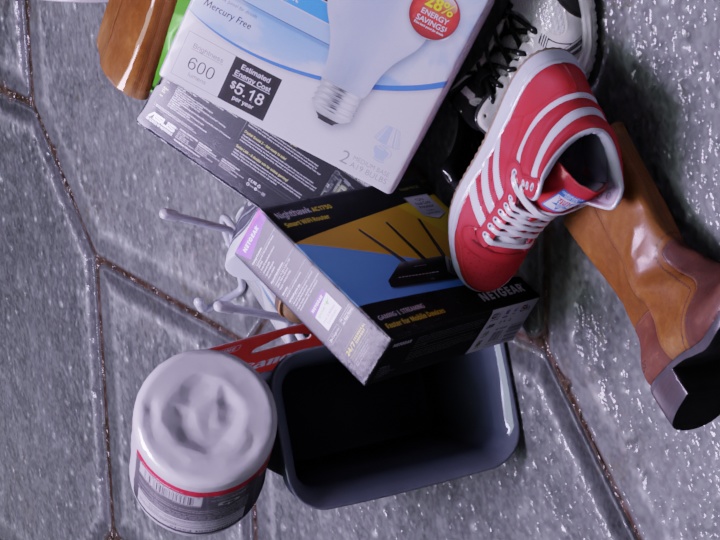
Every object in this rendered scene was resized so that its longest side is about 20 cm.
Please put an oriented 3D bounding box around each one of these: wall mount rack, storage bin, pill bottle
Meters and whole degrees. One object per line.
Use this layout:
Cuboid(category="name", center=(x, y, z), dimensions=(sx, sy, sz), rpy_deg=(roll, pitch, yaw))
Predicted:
Cuboid(category="wall mount rack", center=(-0.113, 0.022, 1.996), dimensions=(0.200, 0.074, 0.174), rpy_deg=(56, 166, 32))
Cuboid(category="storage bin", center=(0.004, 0.101, 1.766), dimensions=(0.134, 0.199, 0.146), rpy_deg=(177, 81, -68))
Cuboid(category="pill bottle", center=(-0.127, 0.145, 1.723), dimensions=(0.200, 0.110, 0.111), rpy_deg=(108, 141, -67))

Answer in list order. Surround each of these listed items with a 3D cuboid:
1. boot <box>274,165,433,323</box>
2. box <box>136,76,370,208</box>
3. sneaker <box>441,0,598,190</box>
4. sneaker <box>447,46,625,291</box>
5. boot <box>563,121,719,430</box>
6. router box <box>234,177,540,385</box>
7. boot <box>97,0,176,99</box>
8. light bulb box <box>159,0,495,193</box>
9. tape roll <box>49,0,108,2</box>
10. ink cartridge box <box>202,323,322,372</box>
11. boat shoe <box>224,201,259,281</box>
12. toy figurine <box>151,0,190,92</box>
Cuboid(category="boot", center=(0.000, 0.000, 1.823), dimensions=(0.200, 0.073, 0.076), rpy_deg=(-43, 75, 40))
Cuboid(category="box", center=(-0.056, -0.131, 1.744), dimensions=(0.200, 0.044, 0.161), rpy_deg=(34, 109, 6))
Cuboid(category="sneaker", center=(0.111, -0.137, 1.591), dimensions=(0.076, 0.087, 0.201), rpy_deg=(44, 135, 44))
Cuboid(category="sneaker", center=(0.123, -0.046, 1.556), dimensions=(0.113, 0.071, 0.201), rpy_deg=(-116, 36, -49))
Cuboid(category="boot", center=(0.222, -0.023, 1.500), dimensions=(0.189, 0.068, 0.201), rpy_deg=(108, 146, -50))
Cuboid(category="router box", center=(0.023, 0.004, 1.648), dimensions=(0.149, 0.200, 0.051), rpy_deg=(44, 121, 22))
Cuboid(category="boot", center=(-0.157, -0.257, 1.670), dimensions=(0.189, 0.068, 0.201), rpy_deg=(59, 137, 48))
Cuboid(category="light bulb box", center=(-0.010, -0.200, 1.595), dimensions=(0.197, 0.125, 0.201), rpy_deg=(26, 115, 0))
Cuboid(category="tape roll", center=(-0.247, -0.289, 2.016), dimensions=(0.203, 0.202, 0.037), rpy_deg=(31, 127, 51))
Cuboid(category="ink cartridge box", center=(-0.079, 0.106, 1.883), dimensions=(0.044, 0.199, 0.174), rpy_deg=(63, 147, 19))
Cuboid(category="boat shoe", center=(-0.060, -0.054, 1.875), dimensions=(0.200, 0.071, 0.068), rpy_deg=(138, 139, -60))
Cuboid(category="toy figurine", center=(-0.122, -0.254, 1.855), dimensions=(0.149, 0.184, 0.201), rpy_deg=(10, 104, 12))
